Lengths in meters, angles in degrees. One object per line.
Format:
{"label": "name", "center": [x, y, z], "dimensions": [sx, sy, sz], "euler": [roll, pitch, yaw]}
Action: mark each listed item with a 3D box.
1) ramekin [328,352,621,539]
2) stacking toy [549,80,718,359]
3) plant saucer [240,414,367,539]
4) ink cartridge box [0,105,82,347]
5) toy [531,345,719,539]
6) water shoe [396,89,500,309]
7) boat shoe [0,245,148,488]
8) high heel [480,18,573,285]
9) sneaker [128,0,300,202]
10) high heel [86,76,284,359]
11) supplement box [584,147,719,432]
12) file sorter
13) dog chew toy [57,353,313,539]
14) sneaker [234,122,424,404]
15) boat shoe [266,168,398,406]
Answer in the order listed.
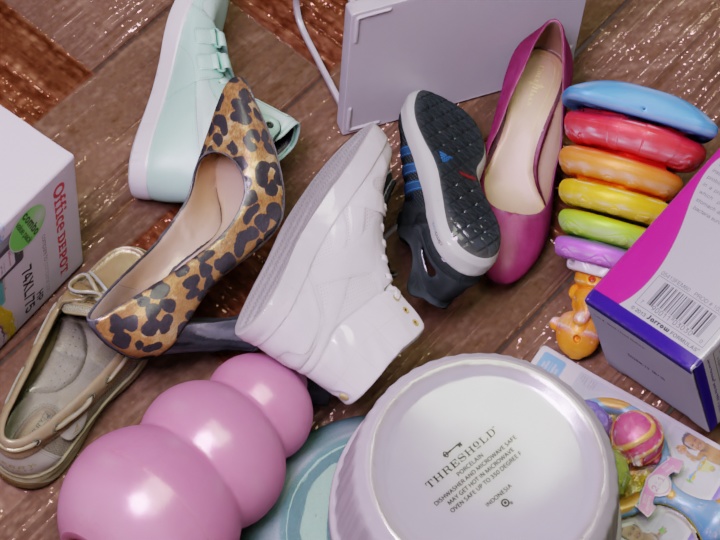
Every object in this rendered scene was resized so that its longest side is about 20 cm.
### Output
{"label": "ramekin", "center": [0.079, 0.147, 1.316], "dimensions": [0.201, 0.094, 0.204], "euler": [1, 62, -3]}
{"label": "stacking toy", "center": [0.183, -0.032, 1.474], "dimensions": [0.115, 0.110, 0.201], "euler": [14, 91, 4]}
{"label": "plant saucer", "center": [0.017, 0.183, 1.367], "dimensions": [0.198, 0.036, 0.201], "euler": [1, 62, -2]}
{"label": "ink cartridge box", "center": [-0.312, -0.015, 1.395], "dimensions": [0.146, 0.147, 0.200], "euler": [33, 62, 15]}
{"label": "toy", "center": [0.188, 0.134, 1.412], "dimensions": [0.199, 0.047, 0.115], "euler": [31, 61, 12]}
{"label": "water shoe", "center": [0.050, -0.057, 1.496], "dimensions": [0.071, 0.079, 0.201], "euler": [24, 34, -23]}
{"label": "boat shoe", "center": [-0.196, 0.057, 1.411], "dimensions": [0.073, 0.063, 0.201], "euler": [27, 60, 10]}
{"label": "high heel", "center": [0.121, -0.091, 1.512], "dimensions": [0.067, 0.096, 0.201], "euler": [8, 58, -1]}
{"label": "sneaker", "center": [-0.096, -0.137, 1.530], "dimensions": [0.117, 0.074, 0.202], "euler": [9, 68, 8]}
{"label": "high heel", "center": [-0.126, -0.039, 1.403], "dimensions": [0.142, 0.071, 0.202], "euler": [1, 91, -42]}
{"label": "supplement box", "center": [0.267, -0.003, 1.437], "dimensions": [0.101, 0.104, 0.200], "euler": [35, 76, 32]}
{"label": "file sorter", "center": [0.060, -0.219, 1.562], "dimensions": [0.199, 0.139, 0.125], "euler": [-16, 59, -15]}
{"label": "dog chew toy", "center": [-0.108, 0.132, 1.343], "dimensions": [0.124, 0.125, 0.200], "euler": [36, 59, 16]}
{"label": "sneaker", "center": [0.000, 0.000, 1.403], "dimensions": [0.115, 0.074, 0.201], "euler": [36, 57, -15]}
{"label": "boat shoe", "center": [-0.008, 0.010, 1.458], "dimensions": [0.066, 0.070, 0.201], "euler": [25, 60, 1]}
